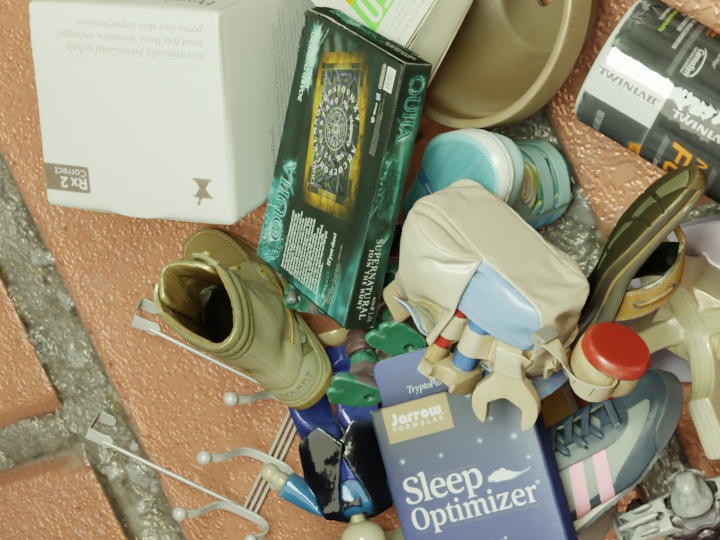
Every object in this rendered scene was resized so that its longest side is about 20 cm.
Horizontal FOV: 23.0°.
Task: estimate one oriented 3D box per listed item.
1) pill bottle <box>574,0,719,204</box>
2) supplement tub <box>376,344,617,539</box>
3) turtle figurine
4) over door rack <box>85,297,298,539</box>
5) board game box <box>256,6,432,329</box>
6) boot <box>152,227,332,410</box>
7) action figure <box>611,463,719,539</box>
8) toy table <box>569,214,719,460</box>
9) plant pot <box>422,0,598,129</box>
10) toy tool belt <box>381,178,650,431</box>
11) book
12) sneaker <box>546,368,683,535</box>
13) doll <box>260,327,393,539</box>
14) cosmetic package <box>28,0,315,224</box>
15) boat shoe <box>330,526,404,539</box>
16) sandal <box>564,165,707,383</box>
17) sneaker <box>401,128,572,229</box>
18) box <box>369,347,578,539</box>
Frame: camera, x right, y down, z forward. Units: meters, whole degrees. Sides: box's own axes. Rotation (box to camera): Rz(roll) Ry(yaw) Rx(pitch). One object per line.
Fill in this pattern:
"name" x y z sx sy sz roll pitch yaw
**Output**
"pill bottle" 0.264 -0.106 1.276 0.200 0.106 0.106 32 119 11
"supplement tub" 0.107 0.133 1.415 0.145 0.145 0.200 -19 101 29
"turtle figurine" 0.000 0.000 1.372 0.101 0.200 0.150 1 136 -14
"over door rack" -0.150 0.142 1.580 0.200 0.067 0.148 31 118 11
"board game box" -0.015 -0.076 1.279 0.135 0.028 0.200 39 122 49
"boot" -0.117 0.016 1.436 0.073 0.155 0.200 -41 55 9
"action figure" 0.261 0.193 1.352 0.130 0.069 0.200 -12 147 15
"toy table" 0.255 0.036 1.329 0.200 0.117 0.184 -29 95 31
"plant pot" 0.108 -0.205 1.299 0.201 0.093 0.201 9 102 47
"toy tool belt" 0.099 0.041 1.201 0.200 0.125 0.123 43 134 23
"book" 0.010 -0.248 1.308 0.200 0.048 0.134 51 124 33
"sneaker" 0.146 0.139 1.283 0.082 0.070 0.200 31 109 -29
"doll" -0.020 0.153 1.503 0.136 0.048 0.200 -16 89 2
"cosmetic package" -0.132 -0.148 1.385 0.165 0.200 0.165 6 111 22
"boat shoe" 0.007 0.268 1.554 0.200 0.073 0.063 -17 98 24
"sandal" 0.192 0.009 1.239 0.055 0.082 0.200 27 118 -4
"sneaker" 0.113 -0.073 1.328 0.080 0.130 0.200 66 162 7
"box" 0.081 0.149 1.261 0.121 0.032 0.200 -17 84 21
